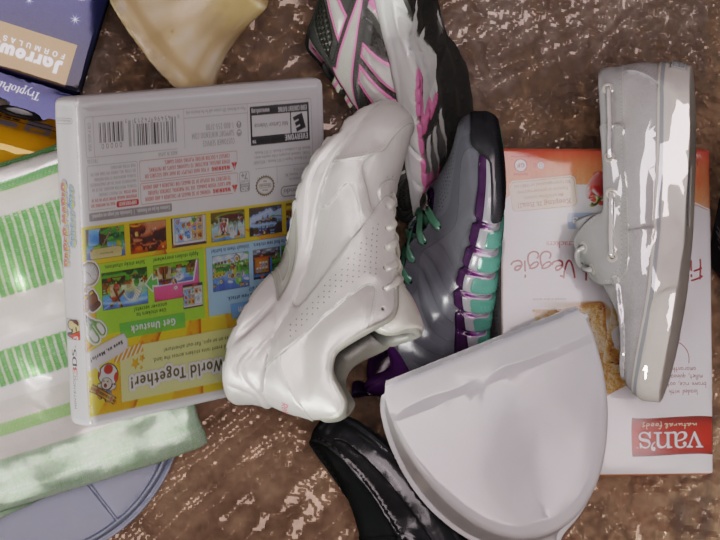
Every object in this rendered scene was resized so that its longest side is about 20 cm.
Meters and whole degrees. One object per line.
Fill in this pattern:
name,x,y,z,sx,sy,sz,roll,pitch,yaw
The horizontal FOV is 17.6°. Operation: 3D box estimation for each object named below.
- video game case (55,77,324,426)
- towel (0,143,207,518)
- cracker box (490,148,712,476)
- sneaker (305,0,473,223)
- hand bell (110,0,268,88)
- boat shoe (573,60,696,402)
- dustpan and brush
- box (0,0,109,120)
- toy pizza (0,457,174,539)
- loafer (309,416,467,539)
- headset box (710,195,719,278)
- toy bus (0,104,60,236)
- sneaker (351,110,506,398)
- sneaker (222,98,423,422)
video game case,-0.093,-0.016,1.357,0.199,0.023,0.184,-10,100,-47
towel,-0.190,0.036,1.350,0.151,0.023,0.202,-19,107,-3
cracker box,0.147,0.026,1.441,0.133,0.058,0.202,-1,89,-7
sneaker,0.012,-0.129,1.428,0.086,0.080,0.202,-2,101,30
hand bell,-0.045,-0.198,1.368,0.199,0.104,0.104,-37,93,13
boat shoe,0.161,-0.024,1.385,0.068,0.072,0.202,3,94,14
dustpan and brush,0.101,0.139,1.386,0.139,0.057,0.202,-20,89,-11
box,-0.208,-0.188,1.415,0.120,0.032,0.202,17,87,-7
toy pizza,-0.205,0.077,1.407,0.198,0.032,0.202,0,87,-7
loafer,0.031,0.176,1.415,0.070,0.068,0.201,-39,97,-15
headset box,0.281,0.001,1.386,0.075,0.200,0.149,-29,67,-9
toy bus,-0.175,-0.051,1.384,0.198,0.078,0.066,14,102,-7
sneaker,0.039,-0.001,1.390,0.087,0.075,0.202,4,116,0
sneaker,0.000,0.000,1.356,0.099,0.078,0.201,21,82,14
